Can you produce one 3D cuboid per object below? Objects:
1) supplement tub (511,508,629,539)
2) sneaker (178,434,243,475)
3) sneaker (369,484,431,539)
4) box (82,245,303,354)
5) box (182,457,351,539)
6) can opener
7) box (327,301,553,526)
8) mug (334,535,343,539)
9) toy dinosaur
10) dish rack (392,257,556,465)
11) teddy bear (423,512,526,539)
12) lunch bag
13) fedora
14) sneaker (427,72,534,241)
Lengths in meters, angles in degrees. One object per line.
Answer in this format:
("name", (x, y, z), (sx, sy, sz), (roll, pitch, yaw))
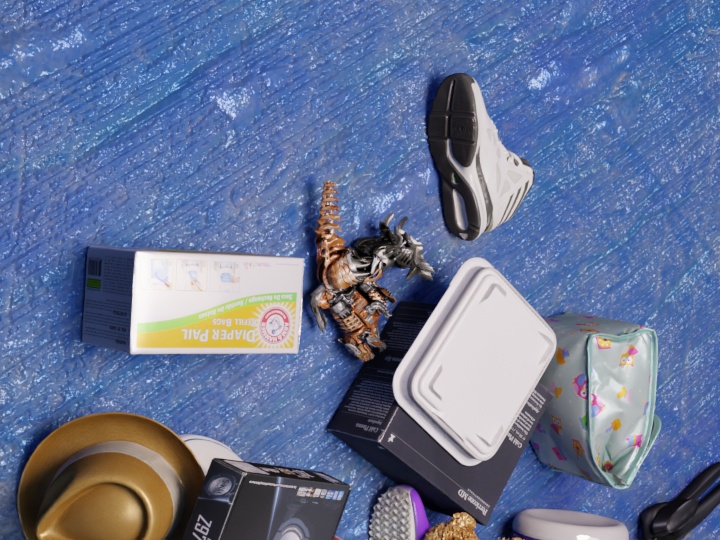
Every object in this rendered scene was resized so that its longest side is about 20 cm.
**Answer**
("supplement tub", (0.252, 0.406, 1.803), (0.145, 0.145, 0.200), (7, 89, -35))
("sneaker", (-0.127, 0.241, 1.567), (0.200, 0.071, 0.073), (40, 71, -30))
("sneaker", (0.073, 0.340, 1.725), (0.099, 0.070, 0.200), (-17, 107, -40))
("box", (-0.170, 0.031, 1.499), (0.200, 0.112, 0.102), (2, 92, -37))
("box", (-0.103, 0.277, 1.464), (0.200, 0.043, 0.160), (21, 89, -56))
("can opener", (0.454, 0.326, 1.994), (0.200, 0.079, 0.063), (-24, 99, -41))
("box", (0.095, 0.166, 1.700), (0.200, 0.104, 0.182), (41, 68, -30))
("mug", (-0.054, 0.398, 1.586), (0.200, 0.133, 0.178), (-52, 156, -16))
("toy dinosaur", (0.000, 0.000, 1.635), (0.136, 0.102, 0.200), (-23, 129, -15))
("dish rack", (0.140, 0.105, 1.640), (0.172, 0.044, 0.200), (45, 68, -29))
("teddy bear", (0.143, 0.373, 1.683), (0.145, 0.067, 0.200), (-18, 119, -3))
("lunch bag", (0.277, 0.161, 1.788), (0.122, 0.170, 0.200), (-6, 97, -27))
("fedora", (-0.249, 0.235, 1.414), (0.200, 0.082, 0.201), (1, 98, 9))
("sneaker", (0.148, -0.146, 1.747), (0.115, 0.076, 0.201), (-23, 114, -41))
